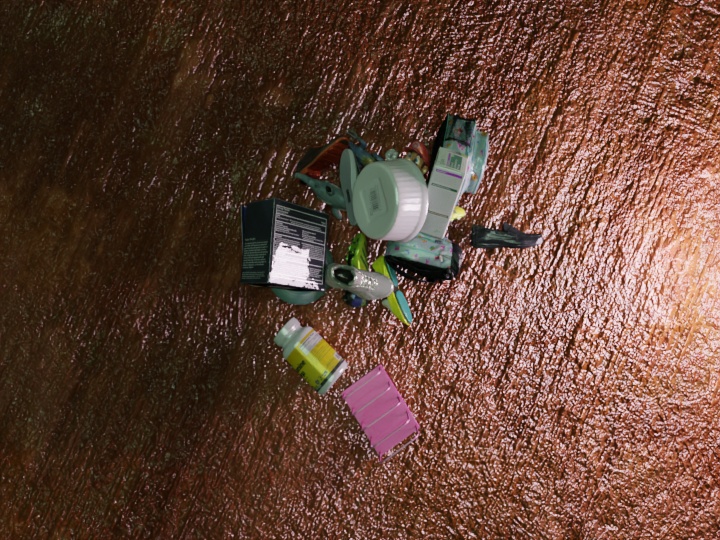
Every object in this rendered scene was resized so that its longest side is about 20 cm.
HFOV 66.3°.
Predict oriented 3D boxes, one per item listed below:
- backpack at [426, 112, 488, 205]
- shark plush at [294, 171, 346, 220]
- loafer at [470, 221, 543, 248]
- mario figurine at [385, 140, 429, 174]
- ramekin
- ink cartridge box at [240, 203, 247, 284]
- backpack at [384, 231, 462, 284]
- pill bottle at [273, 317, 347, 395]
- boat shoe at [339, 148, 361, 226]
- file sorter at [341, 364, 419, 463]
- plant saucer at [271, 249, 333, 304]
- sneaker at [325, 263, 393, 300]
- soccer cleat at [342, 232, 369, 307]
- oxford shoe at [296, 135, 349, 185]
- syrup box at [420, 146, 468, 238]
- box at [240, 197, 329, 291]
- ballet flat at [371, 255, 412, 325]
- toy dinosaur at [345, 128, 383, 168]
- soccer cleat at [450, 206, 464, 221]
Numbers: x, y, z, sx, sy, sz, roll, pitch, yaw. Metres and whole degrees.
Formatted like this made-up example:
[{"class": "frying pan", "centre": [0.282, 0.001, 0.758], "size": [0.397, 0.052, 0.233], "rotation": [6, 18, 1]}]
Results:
[{"class": "backpack", "centre": [0.251, -0.276, 1.446], "size": [0.149, 0.177, 0.204], "rotation": [21, 65, 6]}, {"class": "shark plush", "centre": [-0.084, -0.224, 1.504], "size": [0.199, 0.083, 0.092], "rotation": [40, 85, -15]}, {"class": "loafer", "centre": [0.399, -0.096, 1.500], "size": [0.193, 0.068, 0.073], "rotation": [0, 96, 7]}, {"class": "mario figurine", "centre": [0.111, -0.243, 1.437], "size": [0.120, 0.106, 0.205], "rotation": [22, 97, -17]}, {"class": "ramekin", "centre": [0.066, -0.171, 1.350], "size": [0.096, 0.198, 0.208], "rotation": [-7, 85, -39]}, {"class": "ink cartridge box", "centre": [-0.283, -0.061, 1.469], "size": [0.045, 0.200, 0.205], "rotation": [-3, 87, -7]}, {"class": "backpack", "centre": [0.161, -0.047, 1.462], "size": [0.194, 0.167, 0.131], "rotation": [17, 77, -4]}, {"class": "pill bottle", "centre": [-0.138, 0.228, 1.491], "size": [0.199, 0.112, 0.113], "rotation": [43, 90, 5]}, {"class": "boat shoe", "centre": [-0.012, -0.219, 1.462], "size": [0.055, 0.068, 0.208], "rotation": [-5, 84, -31]}, {"class": "file sorter", "centre": [0.052, 0.381, 1.466], "size": [0.137, 0.125, 0.203], "rotation": [-33, 86, 0]}, {"class": "plant saucer", "centre": [-0.165, -0.010, 1.517], "size": [0.193, 0.036, 0.208], "rotation": [1, 84, -13]}, {"class": "sneaker", "centre": [-0.002, 0.031, 1.441], "size": [0.193, 0.099, 0.081], "rotation": [11, 86, -8]}, {"class": "soccer cleat", "centre": [0.000, 0.000, 1.530], "size": [0.081, 0.064, 0.208], "rotation": [9, 83, -24]}, {"class": "oxford shoe", "centre": [-0.111, -0.317, 1.504], "size": [0.197, 0.070, 0.075], "rotation": [-32, 64, 33]}, {"class": "syrup box", "centre": [0.198, -0.187, 1.350], "size": [0.079, 0.203, 0.080], "rotation": [17, 45, 3]}, {"class": "box", "centre": [-0.188, -0.058, 1.395], "size": [0.121, 0.197, 0.206], "rotation": [-1, 82, 41]}, {"class": "ballet flat", "centre": [0.082, 0.060, 1.519], "size": [0.066, 0.066, 0.206], "rotation": [-22, 83, 23]}, {"class": "toy dinosaur", "centre": [0.005, -0.302, 1.543], "size": [0.106, 0.198, 0.182], "rotation": [-50, 51, 12]}, {"class": "soccer cleat", "centre": [0.188, -0.170, 1.509], "size": [0.192, 0.065, 0.087], "rotation": [-1, 91, 4]}]
